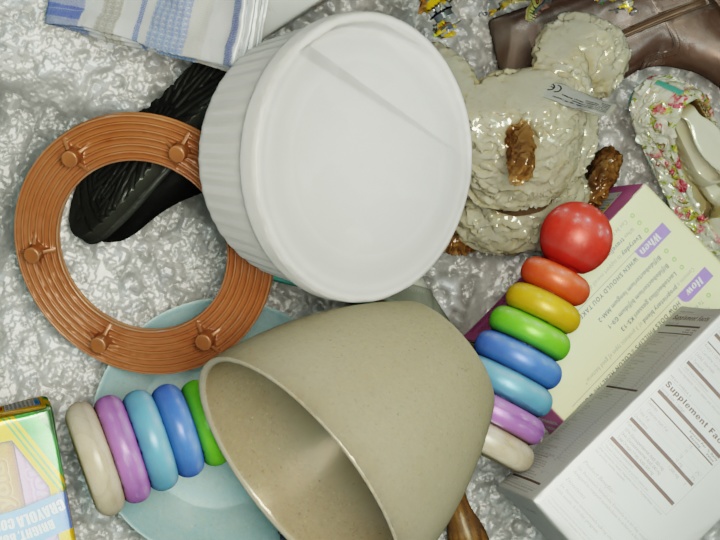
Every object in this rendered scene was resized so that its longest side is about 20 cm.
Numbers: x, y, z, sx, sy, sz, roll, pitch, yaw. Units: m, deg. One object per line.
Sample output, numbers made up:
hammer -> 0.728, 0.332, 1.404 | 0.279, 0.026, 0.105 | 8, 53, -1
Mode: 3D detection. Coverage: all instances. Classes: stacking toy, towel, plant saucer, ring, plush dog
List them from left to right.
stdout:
ring -> -0.160, -0.017, 1.590 | 0.200, 0.019, 0.201 | 5, 110, 13
towel -> -0.145, -0.230, 1.592 | 0.200, 0.024, 0.147 | 17, 101, 32
stacking toy -> -0.110, 0.107, 1.597 | 0.200, 0.085, 0.085 | -20, 94, -10
plant saucer -> -0.108, 0.120, 1.670 | 0.201, 0.039, 0.201 | 0, 91, -12
plush dog -> 0.120, -0.079, 1.651 | 0.200, 0.172, 0.161 | -13, 49, 1
stacking toy -> 0.129, 0.043, 1.603 | 0.085, 0.085, 0.200 | 29, 85, -10

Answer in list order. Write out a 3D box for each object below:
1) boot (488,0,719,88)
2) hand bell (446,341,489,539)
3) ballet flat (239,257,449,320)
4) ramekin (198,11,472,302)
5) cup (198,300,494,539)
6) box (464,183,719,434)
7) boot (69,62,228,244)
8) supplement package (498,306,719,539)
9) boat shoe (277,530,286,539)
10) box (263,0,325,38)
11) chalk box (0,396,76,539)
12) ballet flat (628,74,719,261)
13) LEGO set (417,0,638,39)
boot -> 0.214, -0.149, 1.723 | 0.200, 0.064, 0.187 | -27, 91, -10
hand bell -> 0.068, 0.165, 1.696 | 0.104, 0.104, 0.200 | -21, 107, -11
ballet flat -> 0.000, 0.000, 1.642 | 0.200, 0.067, 0.064 | 21, 84, -31
ramekin -> -0.023, -0.080, 1.535 | 0.202, 0.094, 0.203 | -4, 95, -40
cup -> 0.008, 0.102, 1.500 | 0.143, 0.200, 0.200 | -37, 97, -24
box -> 0.215, 0.063, 1.706 | 0.200, 0.097, 0.176 | 45, 82, -7
boot -> -0.101, -0.065, 1.651 | 0.211, 0.079, 0.158 | -41, 126, 16
supplement package -> 0.218, 0.132, 1.600 | 0.200, 0.114, 0.110 | -43, 97, -6
boat shoe -> -0.024, 0.203, 1.621 | 0.071, 0.091, 0.200 | -4, 90, -12
box -> -0.002, -0.269, 1.592 | 0.098, 0.200, 0.124 | 58, 40, -6
chalk box -> -0.268, 0.203, 1.595 | 0.124, 0.124, 0.200 | -11, 93, -11
ballet flat -> 0.272, -0.068, 1.699 | 0.076, 0.064, 0.200 | -48, 121, -18
LEGO set -> 0.138, -0.216, 1.593 | 0.200, 0.154, 0.116 | -26, 85, -54
